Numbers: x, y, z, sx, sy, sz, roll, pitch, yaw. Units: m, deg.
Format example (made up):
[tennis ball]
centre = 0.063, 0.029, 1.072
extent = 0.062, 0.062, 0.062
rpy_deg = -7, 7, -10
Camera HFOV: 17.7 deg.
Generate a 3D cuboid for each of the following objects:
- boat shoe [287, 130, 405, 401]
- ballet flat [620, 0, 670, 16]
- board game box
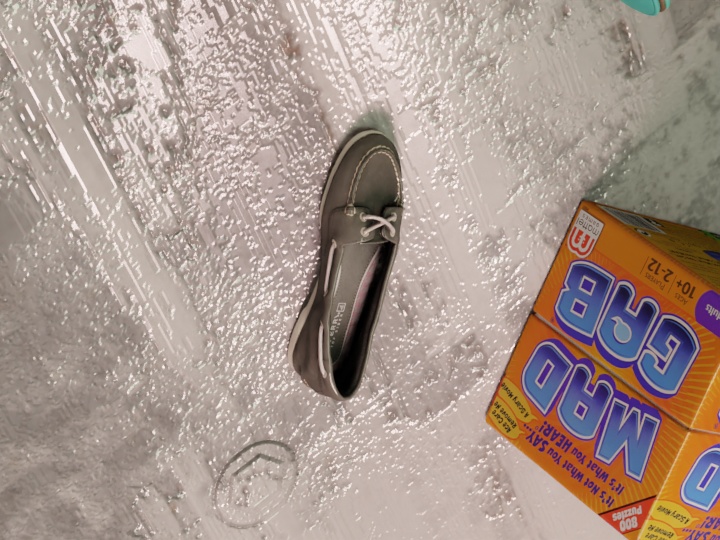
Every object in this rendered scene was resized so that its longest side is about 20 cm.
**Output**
[boat shoe]
centre = 0.000, 0.000, 1.679
extent = 0.066, 0.057, 0.202
rpy_deg = -1, 116, -37
[ballet flat]
centre = 0.175, -0.253, 1.659
extent = 0.200, 0.067, 0.071
rpy_deg = 29, 82, -46
[board game box]
centre = 0.262, 0.090, 1.834
extent = 0.199, 0.200, 0.201
rpy_deg = 12, 107, -40
